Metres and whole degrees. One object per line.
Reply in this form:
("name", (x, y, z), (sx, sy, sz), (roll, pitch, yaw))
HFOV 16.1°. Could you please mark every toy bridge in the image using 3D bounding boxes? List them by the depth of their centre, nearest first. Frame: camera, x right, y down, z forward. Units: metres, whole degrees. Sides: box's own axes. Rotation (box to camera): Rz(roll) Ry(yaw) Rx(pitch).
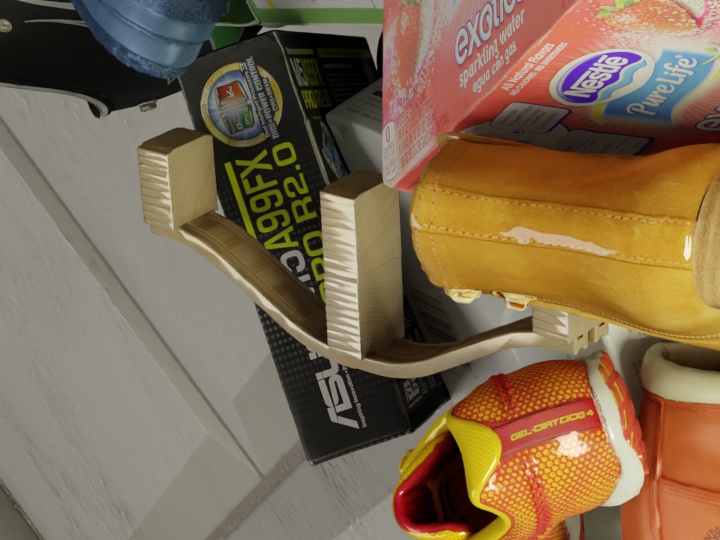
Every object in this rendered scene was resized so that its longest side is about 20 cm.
("toy bridge", (0.000, 0.000, 0.892), (0.200, 0.027, 0.067), (15, 119, 37))

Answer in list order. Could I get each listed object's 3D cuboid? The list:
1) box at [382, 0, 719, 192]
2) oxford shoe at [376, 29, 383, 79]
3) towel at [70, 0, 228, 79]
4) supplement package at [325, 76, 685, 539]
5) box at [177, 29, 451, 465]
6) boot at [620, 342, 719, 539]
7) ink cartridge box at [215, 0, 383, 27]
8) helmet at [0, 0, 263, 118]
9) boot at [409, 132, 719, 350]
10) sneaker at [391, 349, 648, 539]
("box", (0.083, -0.093, 0.757), (0.200, 0.102, 0.095), (135, 137, -65))
("oxford shoe", (0.062, -0.023, 1.093), (0.075, 0.070, 0.201), (-159, 48, -77))
("towel", (-0.055, -0.177, 0.915), (0.201, 0.048, 0.112), (-66, 28, 18))
("supplement package", (0.102, 0.009, 0.968), (0.156, 0.111, 0.200), (27, 146, 55))
("box", (-0.009, -0.015, 1.041), (0.200, 0.044, 0.161), (-27, -82, -79))
("boot", (0.184, 0.073, 0.851), (0.075, 0.199, 0.108), (-44, -45, -73))
("ink cartridge box", (0.008, -0.141, 0.953), (0.059, 0.104, 0.200), (60, 162, -16))
("helmet", (-0.113, -0.166, 1.075), (0.200, 0.190, 0.201), (-27, 58, 53))
("boot", (0.097, -0.011, 0.777), (0.144, 0.071, 0.201), (9, 179, 17))
("sneaker", (0.044, 0.076, 0.906), (0.200, 0.077, 0.073), (100, 155, -67))
